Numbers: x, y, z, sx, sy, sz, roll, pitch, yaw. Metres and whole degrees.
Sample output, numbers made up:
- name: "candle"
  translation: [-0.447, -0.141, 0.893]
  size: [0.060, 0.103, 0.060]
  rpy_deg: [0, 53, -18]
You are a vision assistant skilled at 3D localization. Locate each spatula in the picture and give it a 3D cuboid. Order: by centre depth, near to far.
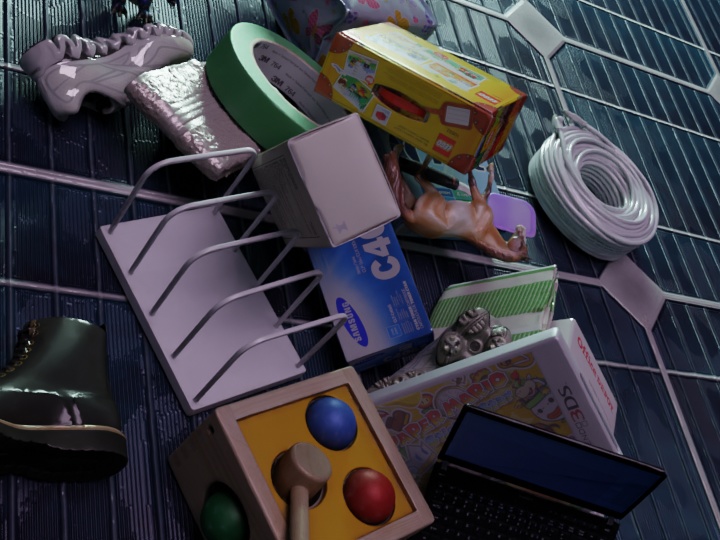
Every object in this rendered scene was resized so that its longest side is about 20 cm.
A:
- name: "spatula"
  translation: [0.126, -0.095, 1.231]
  size: [0.200, 0.021, 0.057]
  rpy_deg: [24, 52, -21]

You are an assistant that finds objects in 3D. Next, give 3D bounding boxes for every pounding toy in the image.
- name: "pounding toy"
  translation: [-0.050, 0.192, 0.847]
  size: [0.200, 0.142, 0.184]
  rpy_deg: [-13, 66, -43]

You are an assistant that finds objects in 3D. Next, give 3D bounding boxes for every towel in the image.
- name: "towel"
  translation: [-0.153, -0.165, 1.086]
  size: [0.133, 0.034, 0.200]
  rpy_deg: [44, 25, 1]
- name: "towel"
  translation: [0.132, 0.077, 1.089]
  size: [0.023, 0.152, 0.200]
  rpy_deg: [60, 33, -32]

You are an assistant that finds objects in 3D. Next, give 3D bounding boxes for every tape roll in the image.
- name: "tape roll"
  translation: [-0.079, -0.191, 1.148]
  size: [0.200, 0.048, 0.200]
  rpy_deg: [37, 25, -21]

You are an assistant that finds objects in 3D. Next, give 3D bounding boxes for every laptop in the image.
- name: "laptop"
  translation: [0.140, 0.227, 0.883]
  size: [0.177, 0.200, 0.103]
  rpy_deg: [18, 4, 3]

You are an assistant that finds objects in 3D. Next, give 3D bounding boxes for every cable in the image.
- name: "cable"
  translation: [0.325, -0.108, 1.428]
  size: [0.200, 0.069, 0.200]
  rpy_deg: [31, 45, -16]

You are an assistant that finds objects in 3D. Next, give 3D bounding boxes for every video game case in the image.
- name: "video game case"
  translation: [0.124, 0.161, 0.929]
  size: [0.182, 0.200, 0.023]
  rpy_deg: [60, 23, -18]

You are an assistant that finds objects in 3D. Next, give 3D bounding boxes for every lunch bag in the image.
- name: "lunch bag"
  translation: [-0.025, -0.358, 1.309]
  size: [0.169, 0.127, 0.200]
  rpy_deg: [-5, 55, -42]

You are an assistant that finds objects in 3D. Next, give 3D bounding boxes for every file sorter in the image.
- name: "file sorter"
  translation: [-0.124, 0.004, 0.949]
  size: [0.139, 0.125, 0.200]
  rpy_deg: [-15, 69, -43]

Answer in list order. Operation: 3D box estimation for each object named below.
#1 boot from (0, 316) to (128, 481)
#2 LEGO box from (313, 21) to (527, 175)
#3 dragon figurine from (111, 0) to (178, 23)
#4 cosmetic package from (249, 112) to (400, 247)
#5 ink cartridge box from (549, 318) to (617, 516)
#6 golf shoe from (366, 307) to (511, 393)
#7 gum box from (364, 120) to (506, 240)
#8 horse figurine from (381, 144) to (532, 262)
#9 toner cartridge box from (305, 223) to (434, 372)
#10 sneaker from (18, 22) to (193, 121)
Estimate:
- name: "boot"
  translation: [-0.285, 0.088, 0.807]
  size: [0.200, 0.077, 0.138]
  rpy_deg: [21, 42, -42]
- name: "LEGO box"
  translation: [0.073, -0.203, 1.173]
  size: [0.200, 0.077, 0.149]
  rpy_deg: [31, 27, 13]
- name: "dragon figurine"
  translation: [-0.243, -0.348, 1.146]
  size: [0.059, 0.099, 0.200]
  rpy_deg: [10, 53, -33]
- name: "cosmetic package"
  translation: [-0.039, -0.080, 0.967]
  size: [0.071, 0.200, 0.105]
  rpy_deg: [-25, 99, -14]
- name: "ink cartridge box"
  translation: [0.198, 0.170, 1.063]
  size: [0.146, 0.084, 0.200]
  rpy_deg: [58, 35, -31]
- name: "golf shoe"
  translation: [0.063, 0.120, 1.015]
  size: [0.200, 0.097, 0.078]
  rpy_deg: [-37, 86, -5]
- name: "gum box"
  translation: [0.085, -0.133, 1.275]
  size: [0.170, 0.045, 0.200]
  rpy_deg: [3, 58, -36]
- name: "horse figurine"
  translation: [0.102, -0.079, 1.173]
  size: [0.200, 0.050, 0.133]
  rpy_deg: [9, 70, -29]
- name: "toner cartridge box"
  translation: [0.000, 0.000, 1.074]
  size: [0.095, 0.043, 0.200]
  rpy_deg: [-19, 66, -4]
- name: "sneaker"
  translation: [-0.252, -0.205, 1.061]
  size: [0.200, 0.075, 0.081]
  rpy_deg: [-24, 89, -44]
